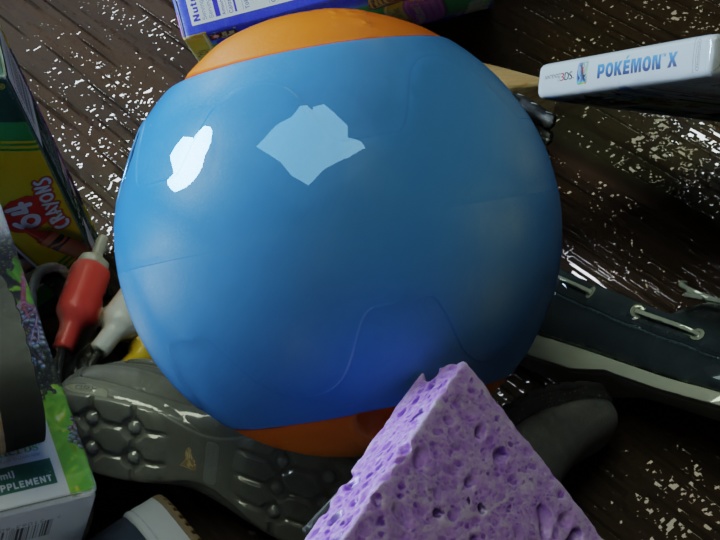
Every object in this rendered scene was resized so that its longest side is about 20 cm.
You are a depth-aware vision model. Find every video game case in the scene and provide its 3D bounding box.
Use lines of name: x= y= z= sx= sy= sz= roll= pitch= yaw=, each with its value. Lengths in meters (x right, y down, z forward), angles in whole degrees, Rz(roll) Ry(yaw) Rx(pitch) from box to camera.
video game case: x=0.219 y=-0.091 z=0.834 sx=0.200 sy=0.022 sz=0.182 roll=5 pitch=1 yaw=-19

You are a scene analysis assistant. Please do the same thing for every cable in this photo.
cable: x=-0.155 y=0.060 z=0.873 sx=0.097 sy=0.050 sz=0.200 roll=33 pitch=41 yaw=-15

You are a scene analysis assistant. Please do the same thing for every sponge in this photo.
sponge: x=0.066 y=0.146 z=0.641 sx=0.030 sy=0.200 sz=0.112 roll=-23 pitch=21 yaw=47

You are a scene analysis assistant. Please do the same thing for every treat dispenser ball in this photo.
treat dispenser ball: x=-0.010 y=-0.016 z=0.734 sx=0.201 sy=0.201 sz=0.201 roll=-8 pitch=43 yaw=8

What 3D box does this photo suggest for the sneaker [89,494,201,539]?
sneaker: x=-0.092 y=0.187 z=0.726 sx=0.108 sy=0.070 sz=0.200 roll=-27 pitch=37 yaw=-19

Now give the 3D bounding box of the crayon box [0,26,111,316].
crayon box: x=-0.251 y=-0.035 z=0.905 sx=0.172 sy=0.200 sz=0.058 roll=-18 pitch=54 yaw=-3

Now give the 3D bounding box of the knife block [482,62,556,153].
knife block: x=0.026 y=-0.084 z=0.920 sx=0.200 sy=0.064 sz=0.176 roll=21 pitch=18 yaw=32

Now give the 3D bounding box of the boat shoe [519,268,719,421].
boat shoe: x=0.165 y=0.040 z=0.803 sx=0.200 sy=0.075 sz=0.062 roll=13 pitch=79 yaw=37

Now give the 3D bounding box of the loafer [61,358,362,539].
loafer: x=-0.057 y=0.086 z=0.819 sx=0.200 sy=0.070 sz=0.070 roll=18 pitch=25 yaw=11

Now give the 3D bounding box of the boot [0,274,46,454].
boot: x=-0.236 y=0.002 z=0.735 sx=0.138 sy=0.077 sz=0.200 roll=-15 pitch=62 yaw=-19

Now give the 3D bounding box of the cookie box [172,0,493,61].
cookie box: x=-0.016 y=-0.188 z=1.027 sx=0.200 sy=0.075 sz=0.171 roll=-14 pitch=-2 yaw=1

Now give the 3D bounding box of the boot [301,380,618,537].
boot: x=0.075 y=0.134 z=0.738 sx=0.200 sy=0.070 sz=0.132 roll=-21 pitch=67 yaw=-41

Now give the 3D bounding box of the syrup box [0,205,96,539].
syrup box: x=-0.201 y=0.050 z=0.807 sx=0.079 sy=0.081 sz=0.200 roll=-10 pitch=60 yaw=-25
